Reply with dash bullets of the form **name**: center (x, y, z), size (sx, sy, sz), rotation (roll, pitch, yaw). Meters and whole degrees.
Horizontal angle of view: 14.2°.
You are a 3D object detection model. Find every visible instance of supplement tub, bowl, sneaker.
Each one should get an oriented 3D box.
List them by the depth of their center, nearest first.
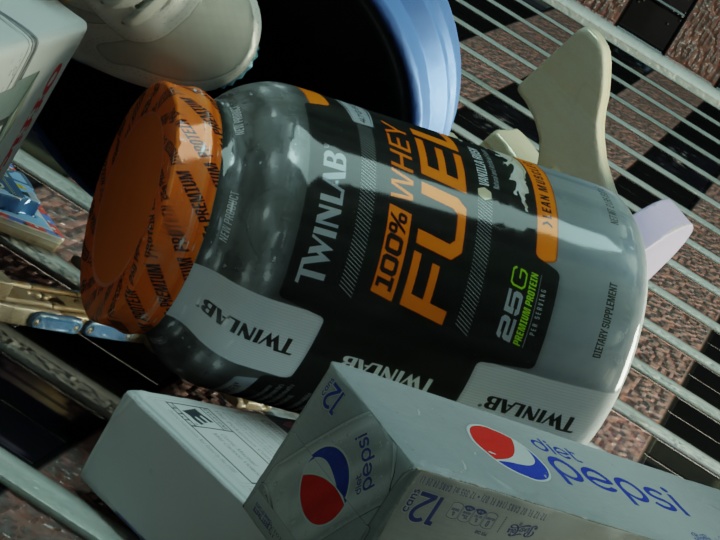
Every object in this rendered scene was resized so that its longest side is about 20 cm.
- **sneaker**: center (-0.106, -0.130, 1.072), size (0.200, 0.077, 0.081), rotation (42, -7, -33)
- **supplement tub**: center (0.000, 0.000, 1.124), size (0.200, 0.123, 0.123), rotation (16, 18, -22)
- **bowl**: center (-0.058, -0.089, 1.193), size (0.200, 0.201, 0.039), rotation (31, 42, -1)

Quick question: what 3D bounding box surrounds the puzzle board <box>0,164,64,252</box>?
- **puzzle board**: center (-0.229, -0.082, 1.324), size (0.151, 0.017, 0.200), rotation (22, 15, -35)

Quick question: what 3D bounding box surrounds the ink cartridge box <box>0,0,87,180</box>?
- **ink cartridge box**: center (-0.182, -0.040, 0.981), size (0.084, 0.146, 0.200), rotation (33, 13, 3)

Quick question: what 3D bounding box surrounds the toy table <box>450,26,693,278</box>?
- **toy table**: center (0.090, -0.025, 1.515), size (0.117, 0.184, 0.200), rotation (49, 4, 9)

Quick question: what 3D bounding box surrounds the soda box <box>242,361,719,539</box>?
- **soda box**: center (0.061, 0.097, 1.003), size (0.200, 0.063, 0.068), rotation (19, 19, -39)

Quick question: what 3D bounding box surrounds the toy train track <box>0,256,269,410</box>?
- **toy train track**: center (-0.100, 0.010, 1.203), size (0.115, 0.033, 0.200), rotation (39, 16, 33)

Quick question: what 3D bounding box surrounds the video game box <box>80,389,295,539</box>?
- **video game box**: center (0.021, 0.123, 1.056), size (0.200, 0.047, 0.182), rotation (40, 18, 35)
